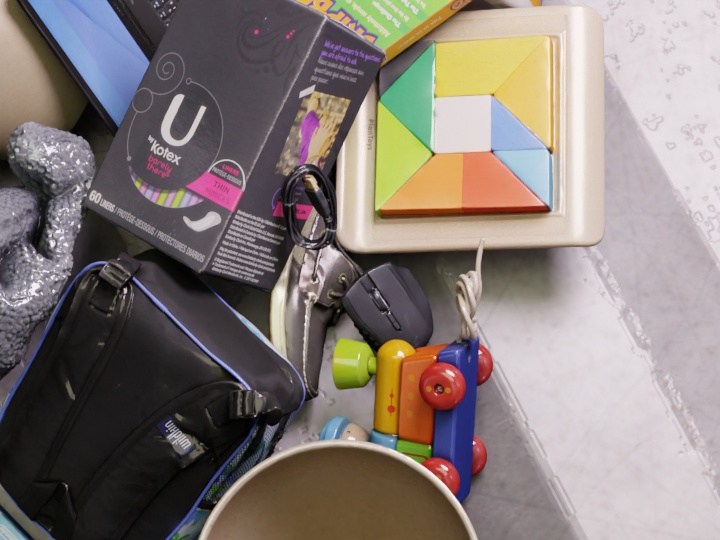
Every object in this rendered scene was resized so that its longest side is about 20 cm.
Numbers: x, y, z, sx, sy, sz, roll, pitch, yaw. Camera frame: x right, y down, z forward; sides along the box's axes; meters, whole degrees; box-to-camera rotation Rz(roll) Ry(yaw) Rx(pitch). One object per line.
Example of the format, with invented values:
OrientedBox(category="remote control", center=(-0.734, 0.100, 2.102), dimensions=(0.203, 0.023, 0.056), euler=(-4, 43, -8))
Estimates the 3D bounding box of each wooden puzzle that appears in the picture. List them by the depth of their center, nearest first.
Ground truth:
OrientedBox(category="wooden puzzle", center=(0.081, -0.107, 1.403), dimensions=(0.199, 0.037, 0.186), euler=(-1, 77, 9))

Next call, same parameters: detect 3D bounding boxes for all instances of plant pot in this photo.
OrientedBox(category="plant pot", center=(-0.278, -0.163, 1.451), dimensions=(0.134, 0.200, 0.201), euler=(27, 75, -24))

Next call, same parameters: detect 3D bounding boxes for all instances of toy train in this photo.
OrientedBox(category="toy train", center=(0.031, 0.067, 1.372), dimensions=(0.115, 0.085, 0.201), euler=(7, 103, 19))

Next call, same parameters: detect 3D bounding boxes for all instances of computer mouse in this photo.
OrientedBox(category="computer mouse", center=(0.000, 0.000, 1.376), dimensions=(0.059, 0.200, 0.034), euler=(-36, 38, 1))

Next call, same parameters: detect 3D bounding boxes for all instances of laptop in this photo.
OrientedBox(category="laptop", center=(-0.148, -0.211, 1.436), dimensions=(0.200, 0.178, 0.103), euler=(-38, 30, -7))

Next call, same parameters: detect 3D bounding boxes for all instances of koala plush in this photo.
OrientedBox(category="koala plush", center=(-0.319, -0.029, 1.350), dimensions=(0.200, 0.177, 0.184), euler=(29, 46, -27))

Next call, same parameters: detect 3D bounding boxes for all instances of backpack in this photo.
OrientedBox(category="backpack", center=(-0.150, 0.108, 1.358), dimensions=(0.183, 0.147, 0.200), euler=(41, 108, 16))

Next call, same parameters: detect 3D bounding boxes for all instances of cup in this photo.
OrientedBox(category="cup", center=(-0.012, 0.232, 1.324), dimensions=(0.199, 0.143, 0.201), euler=(-1, 73, 3))

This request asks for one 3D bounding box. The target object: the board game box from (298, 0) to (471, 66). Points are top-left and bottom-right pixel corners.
OrientedBox(category="board game box", center=(0.025, -0.217, 1.411), dimensions=(0.200, 0.030, 0.096), euler=(-34, 68, 8))

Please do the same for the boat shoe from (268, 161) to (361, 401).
OrientedBox(category="boat shoe", center=(-0.030, 0.001, 1.429), dimensions=(0.066, 0.072, 0.202), euler=(-1, 69, 9))

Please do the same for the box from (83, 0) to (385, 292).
OrientedBox(category="box", center=(-0.090, -0.103, 1.365), dimensions=(0.122, 0.106, 0.201), euler=(27, 93, 27))

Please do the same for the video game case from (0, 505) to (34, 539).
OrientedBox(category="video game case", center=(-0.273, 0.293, 1.376), dimensions=(0.200, 0.045, 0.181), euler=(42, 82, 14))

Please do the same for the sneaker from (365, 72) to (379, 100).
OrientedBox(category="sneaker", center=(0.050, -0.170, 1.475), dimensions=(0.200, 0.067, 0.108), euler=(-18, 76, 2))

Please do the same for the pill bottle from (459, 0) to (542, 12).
OrientedBox(category="pill bottle", center=(0.112, -0.293, 1.483), dimensions=(0.112, 0.112, 0.201), euler=(17, 76, 9))
